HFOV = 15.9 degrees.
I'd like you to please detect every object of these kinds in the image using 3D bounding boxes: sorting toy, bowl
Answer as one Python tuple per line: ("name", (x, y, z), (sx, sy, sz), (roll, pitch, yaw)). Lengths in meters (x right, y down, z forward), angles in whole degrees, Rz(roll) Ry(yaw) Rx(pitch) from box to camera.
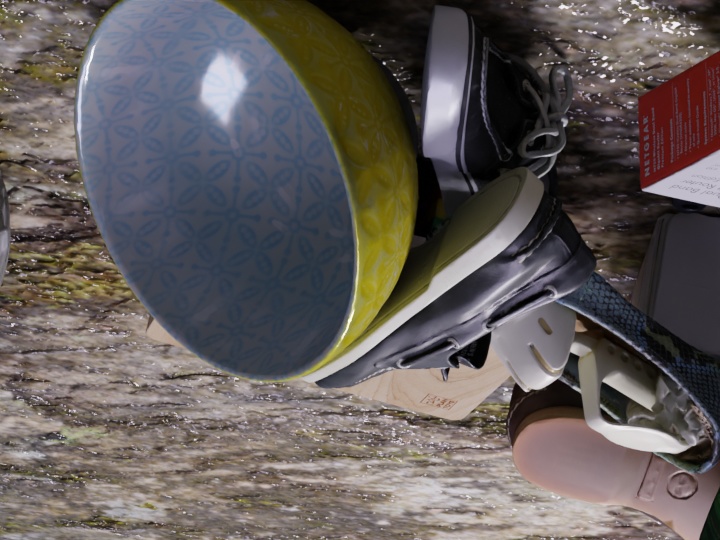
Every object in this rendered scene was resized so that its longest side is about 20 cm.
("sorting toy", (0.000, 0.000, 1.449), (0.198, 0.070, 0.200), (16, 156, -12))
("bowl", (-0.036, -0.057, 1.260), (0.108, 0.201, 0.200), (-26, -177, -39))

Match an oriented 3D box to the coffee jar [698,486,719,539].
("coffee jar", (0.248, 0.079, 1.316), (0.104, 0.085, 0.200), (10, 112, -10))

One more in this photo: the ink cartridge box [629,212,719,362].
("ink cartridge box", (0.221, 0.055, 1.462), (0.145, 0.088, 0.200), (10, 154, 2))

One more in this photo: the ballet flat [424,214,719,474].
("ballet flat", (0.115, 0.043, 1.322), (0.200, 0.074, 0.074), (29, 152, -17))

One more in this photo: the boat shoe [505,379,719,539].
("boat shoe", (0.175, 0.105, 1.415), (0.200, 0.070, 0.071), (24, 114, -10))

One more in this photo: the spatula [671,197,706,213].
("spatula", (0.187, -0.073, 1.270), (0.056, 0.021, 0.200), (7, 158, -6))

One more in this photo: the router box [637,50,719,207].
("router box", (0.258, -0.068, 1.176), (0.200, 0.049, 0.179), (10, 159, -28))

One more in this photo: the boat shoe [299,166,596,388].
("boat shoe", (0.044, 0.020, 1.269), (0.066, 0.075, 0.199), (37, 134, -14))

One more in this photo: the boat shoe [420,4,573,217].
("boat shoe", (0.068, -0.071, 1.258), (0.068, 0.074, 0.199), (3, 158, 9))

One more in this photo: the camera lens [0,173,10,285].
("camera lens", (-0.280, -0.004, 1.439), (0.160, 0.160, 0.200), (14, 156, -9))
